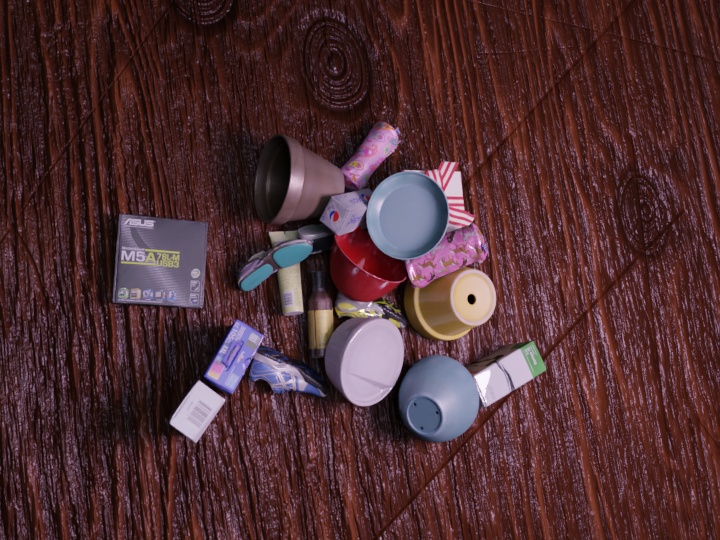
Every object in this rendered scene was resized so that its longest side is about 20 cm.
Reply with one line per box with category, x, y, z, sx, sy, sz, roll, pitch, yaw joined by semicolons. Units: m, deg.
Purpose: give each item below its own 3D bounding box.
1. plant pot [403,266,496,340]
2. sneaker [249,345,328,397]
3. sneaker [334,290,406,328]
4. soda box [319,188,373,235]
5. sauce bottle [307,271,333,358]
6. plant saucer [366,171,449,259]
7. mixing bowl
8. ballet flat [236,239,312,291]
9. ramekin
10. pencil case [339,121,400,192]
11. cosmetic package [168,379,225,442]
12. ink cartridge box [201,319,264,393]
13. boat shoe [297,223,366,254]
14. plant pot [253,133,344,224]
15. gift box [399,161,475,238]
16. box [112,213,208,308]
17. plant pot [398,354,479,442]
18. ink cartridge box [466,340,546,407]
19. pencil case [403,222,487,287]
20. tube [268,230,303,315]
plant pot;0.230;0.071;1.520;0.195;0.188;0.207;2;85;-21
sneaker;-0.167;0.249;1.435;0.197;0.076;0.078;29;96;-12
sneaker;0.023;0.104;1.525;0.196;0.076;0.078;23;106;-17
soda box;-0.015;-0.142;1.475;0.063;0.199;0.069;37;115;14
sauce bottle;-0.095;0.105;1.476;0.063;0.065;0.206;1;82;-18
plant saucer;0.111;-0.125;1.428;0.194;0.036;0.206;-2;83;16
mixing bowl;0.000;0.000;1.452;0.197;0.202;0.110;28;116;-13
ballet flat;-0.205;-0.030;1.437;0.197;0.072;0.073;-31;91;2
ramekin;0.002;0.204;1.446;0.199;0.093;0.209;-10;106;-40
pencil case;0.021;-0.286;1.569;0.087;0.087;0.201;40;70;-8
cosmetic package;-0.344;0.289;1.290;0.074;0.200;0.103;38;71;-9
ink cartridge box;-0.276;0.187;1.329;0.075;0.200;0.139;31;73;-11
boat shoe;-0.070;-0.083;1.519;0.195;0.076;0.062;-10;122;-29
plant pot;-0.137;-0.200;1.460;0.170;0.198;0.206;8;78;-33
gift box;0.171;-0.159;1.545;0.194;0.186;0.190;-7;84;-18
box;-0.447;-0.018;1.386;0.194;0.047;0.199;5;82;-19
plant pot;0.167;0.316;1.442;0.195;0.134;0.207;4;99;23
ink cartridge box;0.342;0.262;1.558;0.196;0.146;0.085;-25;88;-21
pencil case;0.196;-0.032;1.434;0.196;0.083;0.088;-24;51;14
tube;-0.171;0.004;1.479;0.057;0.051;0.206;10;69;-57
